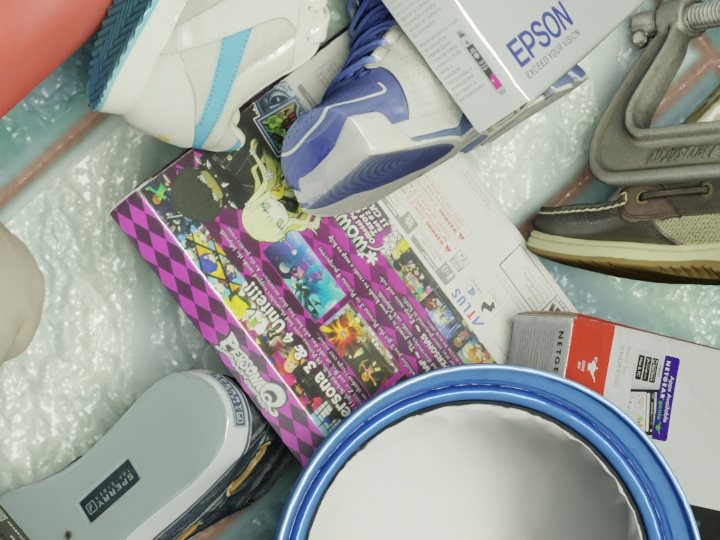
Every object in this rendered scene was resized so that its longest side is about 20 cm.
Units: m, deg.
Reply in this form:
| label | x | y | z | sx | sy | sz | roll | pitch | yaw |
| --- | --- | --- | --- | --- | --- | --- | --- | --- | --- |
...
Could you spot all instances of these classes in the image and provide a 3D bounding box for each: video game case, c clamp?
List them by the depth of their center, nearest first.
| label | x | y | z | sx | sy | sz | roll | pitch | yaw |
| --- | --- | --- | --- | --- | --- | --- | --- | --- | --- |
| c clamp | 0.180 | -0.110 | 1.033 | 0.027 | 0.200 | 0.171 | 42 | 76 | -23 |
| video game case | 0.000 | 0.000 | 1.055 | 0.200 | 0.036 | 0.181 | 52 | 50 | -6 |

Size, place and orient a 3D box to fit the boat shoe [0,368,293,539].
| label | x | y | z | sx | sy | sz | roll | pitch | yaw |
| --- | --- | --- | --- | --- | --- | --- | --- | --- | --- |
| boat shoe | -0.115 | 0.122 | 1.067 | 0.200 | 0.091 | 0.071 | -37 | 69 | 19 |

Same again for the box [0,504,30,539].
| label | x | y | z | sx | sy | sz | roll | pitch | yaw |
| --- | --- | --- | --- | --- | --- | --- | --- | --- | --- |
| box | -0.184 | 0.219 | 0.974 | 0.200 | 0.047 | 0.193 | 49 | 118 | 10 |

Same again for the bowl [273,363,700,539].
| label | x | y | z | sx | sy | sz | roll | pitch | yaw |
| --- | --- | --- | --- | --- | --- | --- | --- | --- | --- |
| bowl | 0.056 | 0.143 | 0.979 | 0.199 | 0.039 | 0.202 | 1 | 86 | -8 |

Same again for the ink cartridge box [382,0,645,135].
| label | x | y | z | sx | sy | sz | roll | pitch | yaw |
| --- | --- | --- | --- | --- | --- | --- | --- | --- | --- |
| ink cartridge box | 0.055 | -0.189 | 1.045 | 0.200 | 0.043 | 0.196 | 54 | 41 | -6 |

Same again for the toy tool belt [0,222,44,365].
| label | x | y | z | sx | sy | sz | roll | pitch | yaw |
| --- | --- | --- | --- | --- | --- | --- | --- | --- | --- |
| toy tool belt | -0.237 | 0.057 | 1.012 | 0.124 | 0.123 | 0.201 | 17 | 94 | 23 |

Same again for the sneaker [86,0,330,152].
| label | x | y | z | sx | sy | sz | roll | pitch | yaw |
| --- | --- | --- | --- | --- | --- | --- | --- | --- | --- |
| sneaker | -0.045 | -0.143 | 0.960 | 0.080 | 0.077 | 0.200 | 23 | 117 | -24 |

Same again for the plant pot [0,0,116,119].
| label | x | y | z | sx | sy | sz | roll | pitch | yaw |
| --- | --- | --- | --- | --- | --- | --- | --- | --- | --- |
| plant pot | -0.188 | -0.167 | 1.001 | 0.177 | 0.200 | 0.201 | -35 | 95 | -17 |

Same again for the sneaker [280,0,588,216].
| label | x | y | z | sx | sy | sz | roll | pitch | yaw |
| --- | --- | --- | --- | --- | --- | --- | --- | --- | --- |
| sneaker | 0.018 | -0.106 | 1.047 | 0.199 | 0.080 | 0.115 | -27 | 83 | -48 |

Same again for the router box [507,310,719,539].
| label | x | y | z | sx | sy | sz | roll | pitch | yaw |
| --- | --- | --- | --- | --- | --- | --- | --- | --- | --- |
| router box | 0.144 | 0.134 | 1.073 | 0.179 | 0.049 | 0.201 | 12 | 83 | -33 |

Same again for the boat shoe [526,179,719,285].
| label | x | y | z | sx | sy | sz | roll | pitch | yaw |
| --- | --- | --- | --- | --- | --- | --- | --- | --- | --- |
| boat shoe | 0.169 | -0.027 | 1.042 | 0.073 | 0.199 | 0.065 | 11 | 84 | -49 |

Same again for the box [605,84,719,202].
| label | x | y | z | sx | sy | sz | roll | pitch | yaw |
| --- | --- | --- | --- | --- | --- | --- | --- | --- | --- |
| box | 0.210 | -0.089 | 1.128 | 0.200 | 0.041 | 0.039 | -45 | 96 | -5 |
